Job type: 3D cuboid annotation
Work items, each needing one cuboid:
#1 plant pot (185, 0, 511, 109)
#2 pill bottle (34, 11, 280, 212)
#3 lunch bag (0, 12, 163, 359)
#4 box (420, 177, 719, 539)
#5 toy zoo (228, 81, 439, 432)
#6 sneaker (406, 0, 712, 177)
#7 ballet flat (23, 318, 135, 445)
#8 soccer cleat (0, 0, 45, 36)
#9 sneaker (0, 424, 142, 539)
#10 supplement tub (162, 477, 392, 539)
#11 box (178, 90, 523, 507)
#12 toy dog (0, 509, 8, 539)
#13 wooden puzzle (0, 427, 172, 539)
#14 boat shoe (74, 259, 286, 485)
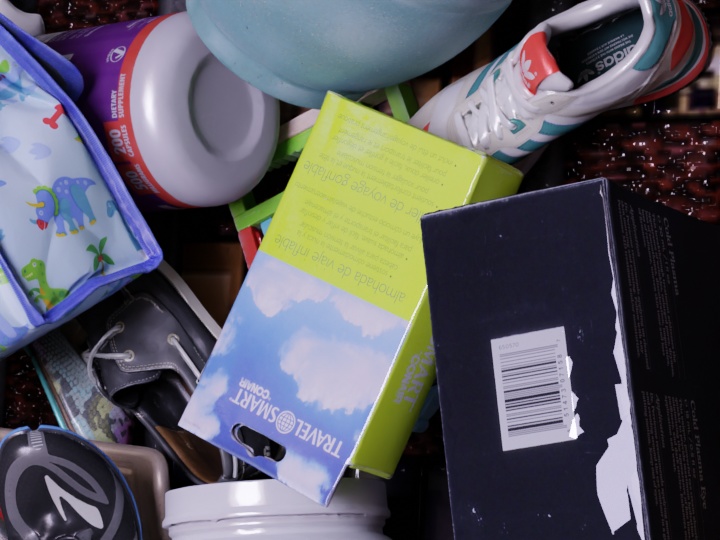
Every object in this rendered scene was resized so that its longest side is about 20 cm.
[{"bbox_3d":[-0.016,-0.175,1.343,0.200,0.200,0.134,55,129,24],"label":"plant pot"},{"bbox_3d":[-0.152,-0.088,1.428,0.200,0.112,0.113,-4,81,40],"label":"pill bottle"},{"bbox_3d":[-0.231,-0.047,1.347,0.170,0.127,0.200,-29,92,43],"label":"lunch bag"},{"bbox_3d":[0.124,0.071,1.222,0.104,0.182,0.200,-12,77,28],"label":"box"},{"bbox_3d":[0.000,0.000,1.393,0.131,0.020,0.200,-26,71,24],"label":"toy zoo"},{"bbox_3d":[0.088,-0.099,1.309,0.200,0.093,0.070,-27,71,16],"label":"sneaker"},{"bbox_3d":[-0.176,0.042,1.467,0.071,0.069,0.200,-33,66,-6],"label":"ballet flat"},{"bbox_3d":[-0.271,-0.184,1.552,0.200,0.078,0.069,47,146,41],"label":"soccer cleat"},{"bbox_3d":[-0.149,0.179,1.294,0.071,0.083,0.200,-10,96,1],"label":"sneaker"},{"bbox_3d":[-0.042,0.217,1.315,0.145,0.145,0.200,-8,79,28],"label":"supplement tub"},{"bbox_3d":[-0.006,0.017,1.295,0.122,0.048,0.200,25,91,39],"label":"box"},{"bbox_3d":[-0.215,0.184,1.375,0.200,0.096,0.132,44,125,12],"label":"toy dog"},{"bbox_3d":[-0.179,0.180,1.434,0.200,0.037,0.185,7,111,32],"label":"wooden puzzle"},{"bbox_3d":[-0.126,0.044,1.397,0.200,0.068,0.072,46,138,9],"label":"boat shoe"}]
